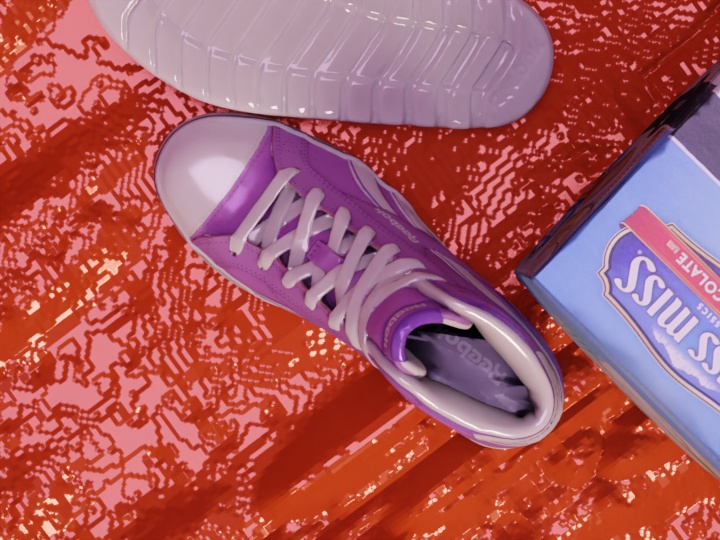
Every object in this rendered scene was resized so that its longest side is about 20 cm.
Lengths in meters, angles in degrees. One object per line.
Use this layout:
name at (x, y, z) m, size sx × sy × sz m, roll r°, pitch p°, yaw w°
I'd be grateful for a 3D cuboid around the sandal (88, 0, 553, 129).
sandal at (-0.020, -0.102, 1.119) m, size 0.202 × 0.050 × 0.083 m, roll 17°, pitch 105°, yaw -11°

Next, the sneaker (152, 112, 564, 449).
sneaker at (0.001, 0.000, 1.083) m, size 0.200 × 0.114 × 0.073 m, roll 33°, pitch 92°, yaw 2°

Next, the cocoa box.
cocoa box at (0.149, 0.001, 1.035) m, size 0.133 × 0.200 × 0.131 m, roll 45°, pitch 91°, yaw 1°
